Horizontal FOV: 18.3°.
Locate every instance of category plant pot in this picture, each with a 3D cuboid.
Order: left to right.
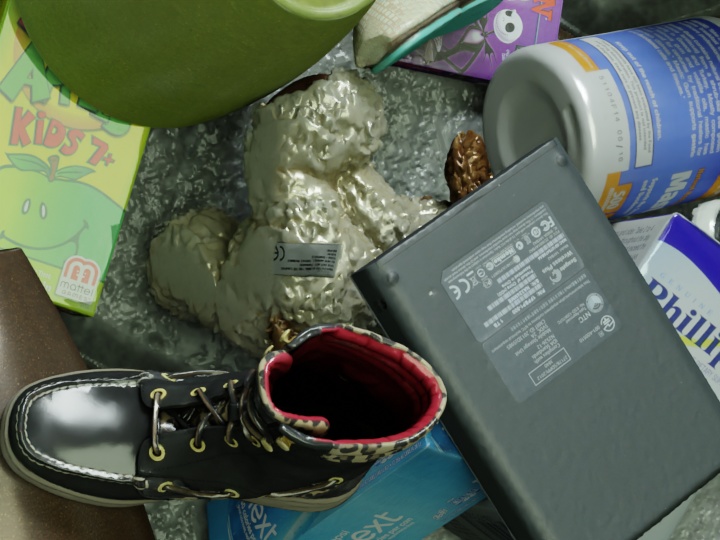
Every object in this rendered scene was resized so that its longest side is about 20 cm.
[{"bbox_3d":[-0.210,0.094,1.198,0.185,0.187,0.202,-12,93,-19],"label":"plant pot"},{"bbox_3d":[-0.067,-0.172,1.194,0.186,0.200,0.189,-1,93,-28],"label":"plant pot"}]

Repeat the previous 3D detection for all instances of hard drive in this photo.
[{"bbox_3d":[0.103,0.050,1.190,0.139,0.033,0.201,-34,93,-25],"label":"hard drive"}]

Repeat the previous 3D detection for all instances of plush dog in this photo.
[{"bbox_3d":[0.000,0.000,1.274,0.171,0.200,0.161,-1,53,-41],"label":"plush dog"}]

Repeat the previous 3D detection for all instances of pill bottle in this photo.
[{"bbox_3d":[0.183,-0.095,1.370,0.199,0.112,0.113,-12,93,-31],"label":"pill bottle"}]

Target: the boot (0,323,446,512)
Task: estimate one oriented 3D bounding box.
[{"bbox_3d":[-0.066,0.072,1.108,0.198,0.150,0.074,11,69,-21],"label":"boot"}]

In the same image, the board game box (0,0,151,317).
[{"bbox_3d":[-0.175,-0.084,1.287,0.101,0.048,0.202,18,84,-18],"label":"board game box"}]

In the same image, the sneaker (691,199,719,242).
[{"bbox_3d":[0.293,-0.026,1.387,0.199,0.099,0.070,-14,91,-52],"label":"sneaker"}]

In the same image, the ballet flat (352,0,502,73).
[{"bbox_3d":[0.029,-0.158,1.277,0.067,0.200,0.063,-34,91,22],"label":"ballet flat"}]

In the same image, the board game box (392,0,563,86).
[{"bbox_3d":[0.074,-0.218,1.388,0.119,0.032,0.202,9,86,-23],"label":"board game box"}]

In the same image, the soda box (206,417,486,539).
[{"bbox_3d":[-0.003,0.123,1.259,0.067,0.200,0.065,19,48,-34],"label":"soda box"}]

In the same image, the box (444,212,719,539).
[{"bbox_3d":[0.137,0.079,1.322,0.105,0.184,0.201,35,79,-13],"label":"box"}]
